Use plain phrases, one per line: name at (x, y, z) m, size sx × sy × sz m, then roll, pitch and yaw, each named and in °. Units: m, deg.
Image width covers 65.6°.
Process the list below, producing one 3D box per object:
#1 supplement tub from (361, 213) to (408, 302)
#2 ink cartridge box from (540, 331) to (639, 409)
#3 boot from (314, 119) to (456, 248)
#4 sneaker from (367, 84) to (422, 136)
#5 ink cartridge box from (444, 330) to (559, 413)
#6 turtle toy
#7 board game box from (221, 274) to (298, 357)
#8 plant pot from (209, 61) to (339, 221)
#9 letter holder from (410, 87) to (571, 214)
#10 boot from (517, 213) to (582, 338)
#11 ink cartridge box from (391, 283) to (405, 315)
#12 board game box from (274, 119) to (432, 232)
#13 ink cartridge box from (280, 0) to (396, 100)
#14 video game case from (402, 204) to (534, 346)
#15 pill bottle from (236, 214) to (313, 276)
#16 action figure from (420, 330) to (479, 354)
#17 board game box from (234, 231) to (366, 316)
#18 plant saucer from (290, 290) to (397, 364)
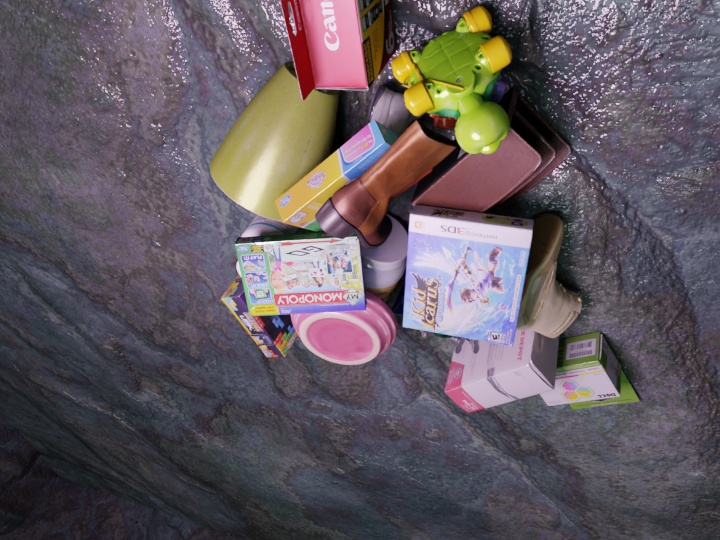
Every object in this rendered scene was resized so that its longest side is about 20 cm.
supplement tub at (0.000, 0.000, 1.036) m, size 0.143 × 0.145 × 0.201 m, roll 26°, pitch 137°, yaw 0°
ink cartridge box at (0.437, 0.227, 1.089) m, size 0.147 × 0.076 × 0.201 m, roll -20°, pitch 118°, yaw 38°
boot at (0.051, -0.124, 0.803) m, size 0.200 × 0.069 × 0.188 m, roll -41°, pitch 152°, yaw 21°
sneaker at (0.043, -0.192, 0.892) m, size 0.086 × 0.075 × 0.201 m, roll 13°, pitch 140°, yaw -3°
ink cartridge box at (0.270, 0.173, 1.067) m, size 0.083 × 0.147 × 0.199 m, roll 43°, pitch 135°, yaw -19°
turtle toy at (0.132, -0.237, 0.730) m, size 0.145 × 0.202 × 0.101 m, roll -26°, pitch 141°, yaw 16°
board game box at (-0.163, 0.043, 1.116) m, size 0.056 × 0.201 × 0.166 m, roll -5°, pitch 130°, yaw 35°
plant pot at (-0.116, -0.214, 0.886) m, size 0.186 × 0.188 × 0.201 m, roll 31°, pitch 121°, yaw -5°
letter holder at (0.199, -0.140, 0.842) m, size 0.142 × 0.101 × 0.200 m, roll 38°, pitch 136°, yaw -14°
boot at (0.320, 0.016, 0.942) m, size 0.154 × 0.202 × 0.073 m, roll 14°, pitch -170°, yaw -33°
ink cartridge box at (0.160, 0.053, 1.042) m, size 0.197 × 0.100 × 0.040 m, roll 7°, pitch 128°, yaw 18°
board game box at (-0.008, -0.129, 0.847) m, size 0.199 × 0.152 × 0.041 m, roll -34°, pitch 67°, yaw 26°
ink cartridge box at (-0.025, -0.341, 0.704) m, size 0.083 × 0.176 × 0.202 m, roll 7°, pitch 134°, yaw 20°
video game case at (0.160, 0.010, 0.862) m, size 0.179 × 0.046 × 0.202 m, roll 9°, pitch 118°, yaw 16°
pill bottle at (-0.147, -0.062, 1.009) m, size 0.109 × 0.201 × 0.112 m, roll 14°, pitch 136°, yaw 14°
action figure at (0.150, 0.106, 1.075) m, size 0.117 × 0.200 × 0.055 m, roll 7°, pitch 101°, yaw -26°
board game box at (-0.093, 0.006, 0.906) m, size 0.197 × 0.029 × 0.136 m, roll -4°, pitch 117°, yaw 5°
plant saucer at (-0.034, 0.107, 1.014) m, size 0.198 × 0.051 × 0.202 m, roll 8°, pitch 136°, yaw 7°
